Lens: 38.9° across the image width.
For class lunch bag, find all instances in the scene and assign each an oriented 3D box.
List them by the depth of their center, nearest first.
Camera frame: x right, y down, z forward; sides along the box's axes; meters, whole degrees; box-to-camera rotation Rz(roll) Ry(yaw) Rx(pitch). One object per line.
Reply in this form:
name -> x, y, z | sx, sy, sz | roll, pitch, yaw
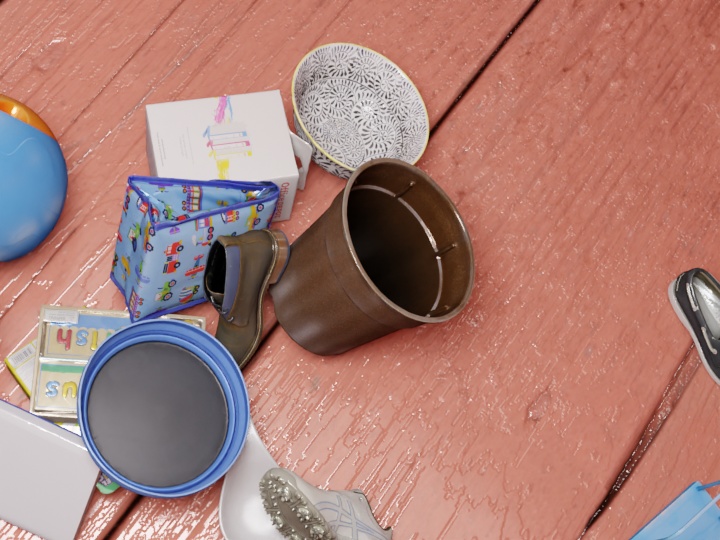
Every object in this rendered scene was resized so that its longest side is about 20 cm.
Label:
lunch bag -> -0.184, -0.033, 1.222 | 0.197, 0.152, 0.095 | -8, 46, -34

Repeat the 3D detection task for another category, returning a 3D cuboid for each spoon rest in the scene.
spoon rest -> -0.133, 0.240, 1.211 | 0.098, 0.061, 0.203 | -13, 74, -18

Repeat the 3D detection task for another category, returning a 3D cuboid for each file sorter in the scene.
file sorter -> 0.455, 0.377, 1.253 | 0.138, 0.123, 0.201 | -32, 81, -19

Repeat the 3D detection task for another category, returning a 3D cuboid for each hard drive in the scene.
hard drive -> -0.394, 0.217, 1.144 | 0.197, 0.025, 0.134 | 25, 109, -2

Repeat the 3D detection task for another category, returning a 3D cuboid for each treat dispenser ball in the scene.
treat dispenser ball -> -0.444, -0.107, 1.191 | 0.197, 0.201, 0.205 | 4, 70, -10

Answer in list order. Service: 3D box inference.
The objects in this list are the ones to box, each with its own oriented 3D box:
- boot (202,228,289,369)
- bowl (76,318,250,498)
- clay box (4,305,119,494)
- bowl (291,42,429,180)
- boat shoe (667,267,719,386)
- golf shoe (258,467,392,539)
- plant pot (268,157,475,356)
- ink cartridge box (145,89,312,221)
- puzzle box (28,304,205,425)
boot -> -0.162, 0.040, 1.212 | 0.074, 0.203, 0.096 | 33, 20, 35
bowl -> -0.222, 0.156, 1.146 | 0.197, 0.039, 0.204 | 12, 63, -23
clay box -> -0.316, 0.157, 1.208 | 0.114, 0.048, 0.201 | -35, 82, -23
bowl -> -0.016, -0.191, 1.355 | 0.197, 0.094, 0.204 | 13, 59, -22
boat shoe -> 0.496, 0.089, 1.393 | 0.075, 0.060, 0.201 | -33, 80, -20
golf shoe -> -0.037, 0.286, 1.197 | 0.201, 0.078, 0.098 | 50, 45, -19
plant pot -> 0.000, 0.000, 1.225 | 0.198, 0.197, 0.204 | 20, 56, -33
ink cartridge box -> -0.166, -0.136, 1.297 | 0.196, 0.129, 0.127 | -9, 70, -15
puzzle box -> -0.282, 0.114, 1.194 | 0.196, 0.025, 0.136 | 5, 68, -14
